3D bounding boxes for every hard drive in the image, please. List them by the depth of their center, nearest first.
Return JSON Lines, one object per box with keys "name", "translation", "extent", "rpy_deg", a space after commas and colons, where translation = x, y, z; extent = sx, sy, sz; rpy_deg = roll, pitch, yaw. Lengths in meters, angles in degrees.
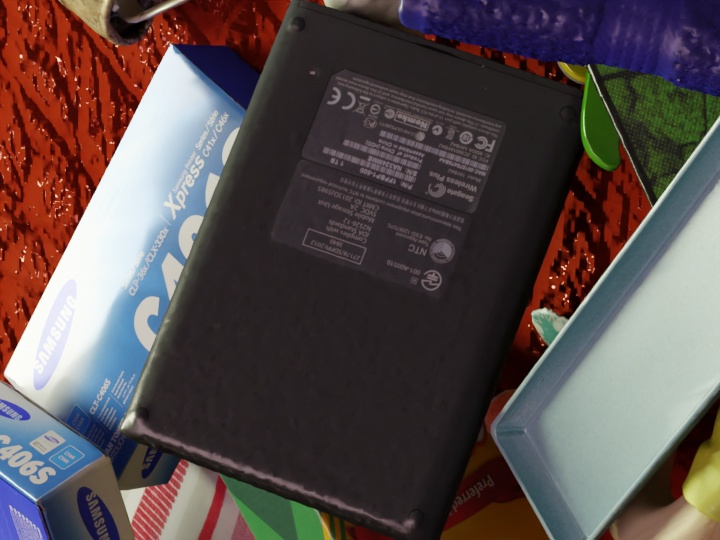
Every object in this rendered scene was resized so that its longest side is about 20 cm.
{"name": "hard drive", "translation": [0.000, 0.000, 0.962], "extent": [0.139, 0.033, 0.201], "rpy_deg": [19, 79, 11]}

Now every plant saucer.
{"name": "plant saucer", "translation": [0.112, 0.027, 0.858], "extent": [0.070, 0.019, 0.200], "rpy_deg": [61, 138, 29]}

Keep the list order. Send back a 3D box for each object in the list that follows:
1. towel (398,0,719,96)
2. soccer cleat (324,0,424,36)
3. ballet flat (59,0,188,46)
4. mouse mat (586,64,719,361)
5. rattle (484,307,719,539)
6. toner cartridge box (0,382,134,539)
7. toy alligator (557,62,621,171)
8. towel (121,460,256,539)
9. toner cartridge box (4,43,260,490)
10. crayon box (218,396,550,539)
{"name": "towel", "translation": [0.121, -0.131, 0.817], "extent": [0.199, 0.050, 0.148], "rpy_deg": [12, 76, 4]}
{"name": "soccer cleat", "translation": [0.024, -0.153, 0.940], "extent": [0.200, 0.069, 0.078], "rpy_deg": [103, 150, -50]}
{"name": "ballet flat", "translation": [-0.076, -0.169, 1.066], "extent": [0.065, 0.070, 0.200], "rpy_deg": [52, 139, 1]}
{"name": "mouse mat", "translation": [0.184, -0.041, 0.840], "extent": [0.161, 0.008, 0.201], "rpy_deg": [-29, 71, 17]}
{"name": "rattle", "translation": [0.157, 0.067, 0.954], "extent": [0.200, 0.142, 0.131], "rpy_deg": [155, 113, -67]}
{"name": "toner cartridge box", "translation": [-0.143, 0.160, 1.143], "extent": [0.095, 0.043, 0.201], "rpy_deg": [27, 140, 42]}
{"name": "toy alligator", "translation": [0.096, -0.142, 0.930], "extent": [0.054, 0.059, 0.201], "rpy_deg": [-13, 86, -1]}
{"name": "towel", "translation": [-0.112, 0.111, 1.184], "extent": [0.200, 0.023, 0.144], "rpy_deg": [42, 127, 27]}
{"name": "toner cartridge box", "translation": [-0.092, -0.001, 1.113], "extent": [0.095, 0.043, 0.200], "rpy_deg": [42, 116, 29]}
{"name": "crayon box", "translation": [0.030, 0.125, 1.014], "extent": [0.051, 0.127, 0.200], "rpy_deg": [-40, 77, 46]}
